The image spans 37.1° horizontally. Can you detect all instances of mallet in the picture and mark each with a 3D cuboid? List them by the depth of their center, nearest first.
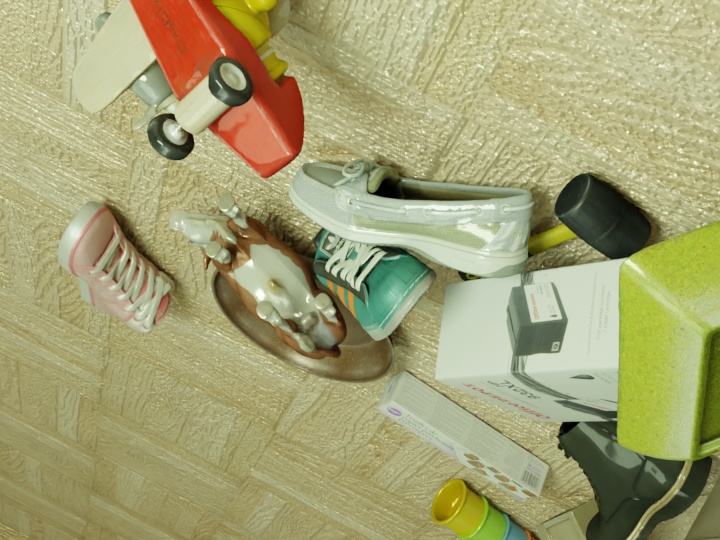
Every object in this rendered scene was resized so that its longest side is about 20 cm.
[{"bbox_3d":[0.143,-0.015,0.825,0.065,0.042,0.200,30,155,-10],"label":"mallet"}]

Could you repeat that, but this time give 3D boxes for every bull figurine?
[{"bbox_3d":[-0.088,-0.001,0.923,0.199,0.065,0.121,41,176,10],"label":"bull figurine"}]

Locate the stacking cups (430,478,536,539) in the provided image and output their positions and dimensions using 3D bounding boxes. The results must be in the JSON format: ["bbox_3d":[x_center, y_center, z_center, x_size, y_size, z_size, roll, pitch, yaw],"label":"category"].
[{"bbox_3d":[0.174,0.328,1.316,0.199,0.061,0.060,37,149,-24],"label":"stacking cups"}]

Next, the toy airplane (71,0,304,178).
[{"bbox_3d":[-0.103,-0.177,0.686,0.198,0.141,0.202,19,113,29],"label":"toy airplane"}]

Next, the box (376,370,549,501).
[{"bbox_3d":[0.110,0.178,1.141,0.199,0.042,0.039,33,150,-13],"label":"box"}]

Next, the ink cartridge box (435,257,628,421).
[{"bbox_3d":[0.177,0.059,0.821,0.144,0.085,0.198,25,157,-39],"label":"ink cartridge box"}]

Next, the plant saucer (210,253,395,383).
[{"bbox_3d":[-0.052,0.040,1.058,0.198,0.037,0.201,20,150,12],"label":"plant saucer"}]

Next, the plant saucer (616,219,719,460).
[{"bbox_3d":[0.260,0.040,0.666,0.198,0.048,0.201,-21,138,-5],"label":"plant saucer"}]

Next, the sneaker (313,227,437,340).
[{"bbox_3d":[0.000,0.000,0.864,0.080,0.072,0.200,41,175,-11],"label":"sneaker"}]

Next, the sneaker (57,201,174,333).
[{"bbox_3d":[-0.243,0.002,1.110,0.104,0.076,0.201,28,158,7],"label":"sneaker"}]

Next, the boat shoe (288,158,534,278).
[{"bbox_3d":[0.036,-0.053,0.811,0.200,0.074,0.066,20,117,28],"label":"boat shoe"}]

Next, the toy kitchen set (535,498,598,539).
[{"bbox_3d":[0.306,0.358,1.238,0.202,0.179,0.163,64,149,14],"label":"toy kitchen set"}]

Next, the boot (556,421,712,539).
[{"bbox_3d":[0.236,0.200,1.056,0.137,0.078,0.201,29,137,3],"label":"boot"}]

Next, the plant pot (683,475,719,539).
[{"bbox_3d":[0.359,0.225,0.881,0.198,0.175,0.201,20,149,12],"label":"plant pot"}]
